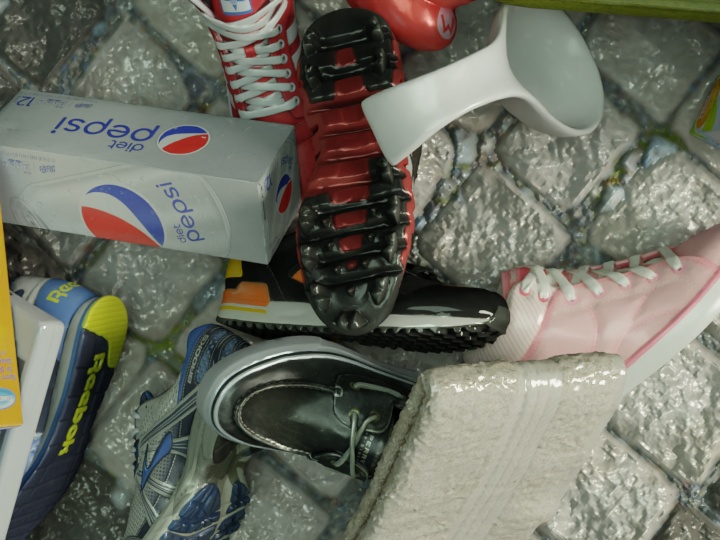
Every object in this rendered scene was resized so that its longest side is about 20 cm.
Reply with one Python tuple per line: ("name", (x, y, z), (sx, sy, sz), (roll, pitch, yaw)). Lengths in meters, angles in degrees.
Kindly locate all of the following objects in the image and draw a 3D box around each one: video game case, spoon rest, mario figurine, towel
("video game case", (-0.282, 0.093, 0.815), (0.181, 0.023, 0.202), (25, 102, 33))
("spoon rest", (0.088, -0.114, 0.744), (0.060, 0.199, 0.100), (-27, 90, 46))
("mario figurine", (0.045, -0.238, 0.771), (0.122, 0.106, 0.203), (-2, 87, -6))
("towel", (0.066, 0.125, 0.745), (0.131, 0.035, 0.201), (-4, 136, -25))

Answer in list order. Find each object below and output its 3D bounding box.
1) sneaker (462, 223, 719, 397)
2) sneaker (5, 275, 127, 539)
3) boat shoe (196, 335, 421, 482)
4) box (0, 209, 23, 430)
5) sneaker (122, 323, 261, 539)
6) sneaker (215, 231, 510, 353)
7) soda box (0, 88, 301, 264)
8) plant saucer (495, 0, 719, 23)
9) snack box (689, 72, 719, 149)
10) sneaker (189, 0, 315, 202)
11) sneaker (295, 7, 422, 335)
("sneaker", (0.150, 0.018, 0.787), (0.200, 0.075, 0.105), (-43, 93, 10))
("sneaker", (-0.227, 0.096, 0.836), (0.082, 0.074, 0.202), (25, 94, 14))
("boat shoe", (0.000, 0.090, 0.759), (0.198, 0.071, 0.073), (9, 112, -30))
("box", (-0.268, 0.028, 0.774), (0.118, 0.041, 0.203), (-12, 83, 33))
("sneaker", (-0.115, 0.123, 0.828), (0.085, 0.077, 0.201), (41, 111, 32))
("sneaker", (0.000, 0.000, 0.787), (0.198, 0.070, 0.091), (1, 77, 27))
("soda box", (-0.141, -0.061, 0.795), (0.198, 0.069, 0.064), (9, 130, 15))
("plant saucer", (0.192, -0.219, 0.733), (0.198, 0.048, 0.201), (13, 67, 33))
("snack box", (0.271, -0.142, 0.704), (0.067, 0.200, 0.170), (26, 94, 1))
("sneaker", (-0.064, -0.140, 0.786), (0.070, 0.112, 0.202), (-12, 91, 7))
("sneaker", (0.003, -0.052, 0.753), (0.070, 0.098, 0.203), (-6, 68, 12))
